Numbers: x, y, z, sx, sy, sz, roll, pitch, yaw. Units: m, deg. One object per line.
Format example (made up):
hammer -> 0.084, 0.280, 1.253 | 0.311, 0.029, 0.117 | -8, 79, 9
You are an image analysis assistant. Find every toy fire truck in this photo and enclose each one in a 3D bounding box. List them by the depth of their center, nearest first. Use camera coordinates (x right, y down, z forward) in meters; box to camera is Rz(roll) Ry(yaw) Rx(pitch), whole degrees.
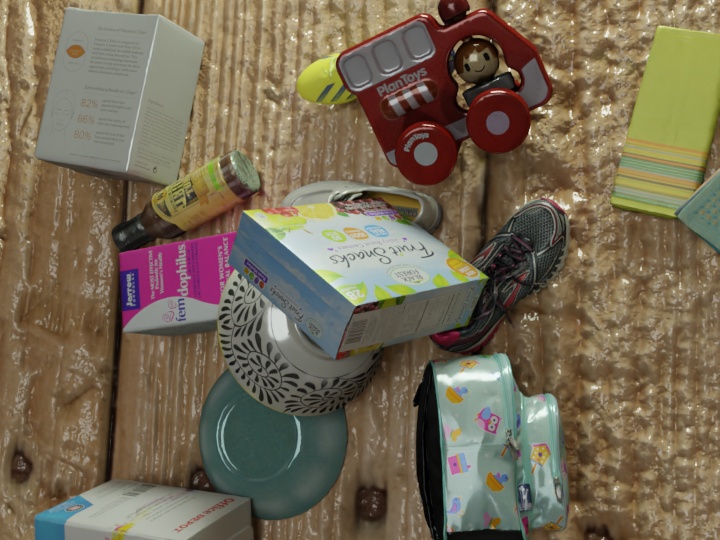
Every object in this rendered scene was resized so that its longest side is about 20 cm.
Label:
toy fire truck -> 0.092, -0.198, 0.996 | 0.200, 0.112, 0.168 | -23, 105, 18

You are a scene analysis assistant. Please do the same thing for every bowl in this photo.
bowl -> -0.046, 0.053, 1.004 | 0.201, 0.094, 0.201 | 5, 78, -22

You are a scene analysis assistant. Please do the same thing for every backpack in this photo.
backpack -> 0.127, 0.180, 0.936 | 0.153, 0.176, 0.200 | -12, 77, 4

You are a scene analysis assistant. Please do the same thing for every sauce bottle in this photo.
sauce bottle -> -0.223, -0.079, 1.171 | 0.200, 0.065, 0.065 | -28, 74, 16

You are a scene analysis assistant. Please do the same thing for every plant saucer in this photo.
plant saucer -> -0.114, 0.195, 1.104 | 0.201, 0.039, 0.201 | -3, 83, 22

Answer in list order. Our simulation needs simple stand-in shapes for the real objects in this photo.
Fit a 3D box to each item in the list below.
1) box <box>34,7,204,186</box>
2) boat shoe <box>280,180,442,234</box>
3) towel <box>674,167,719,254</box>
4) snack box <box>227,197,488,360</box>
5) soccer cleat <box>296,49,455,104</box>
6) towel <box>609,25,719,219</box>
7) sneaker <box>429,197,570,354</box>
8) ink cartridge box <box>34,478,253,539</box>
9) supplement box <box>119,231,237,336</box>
box -> -0.308, -0.221, 1.201 | 0.152, 0.106, 0.200 | 11, 88, 24
boat shoe -> -0.009, -0.071, 1.078 | 0.200, 0.070, 0.071 | 7, 86, 23
towel -> 0.435, -0.077, 0.917 | 0.200, 0.022, 0.147 | -46, 76, 9
snack box -> 0.000, 0.000, 0.923 | 0.169, 0.200, 0.068 | 40, 123, 33
soccer cleat -> 0.011, -0.240, 1.084 | 0.200, 0.084, 0.065 | -6, 80, 21
towel -> 0.329, -0.154, 0.980 | 0.086, 0.018, 0.200 | 15, 88, 18
sneaker -> 0.150, 0.010, 1.000 | 0.081, 0.075, 0.200 | 39, 98, 22
ink cartridge box -> -0.243, 0.338, 1.068 | 0.200, 0.147, 0.146 | 2, 96, 23
supplement box -> -0.177, 0.018, 1.120 | 0.200, 0.103, 0.101 | -10, 81, 23
